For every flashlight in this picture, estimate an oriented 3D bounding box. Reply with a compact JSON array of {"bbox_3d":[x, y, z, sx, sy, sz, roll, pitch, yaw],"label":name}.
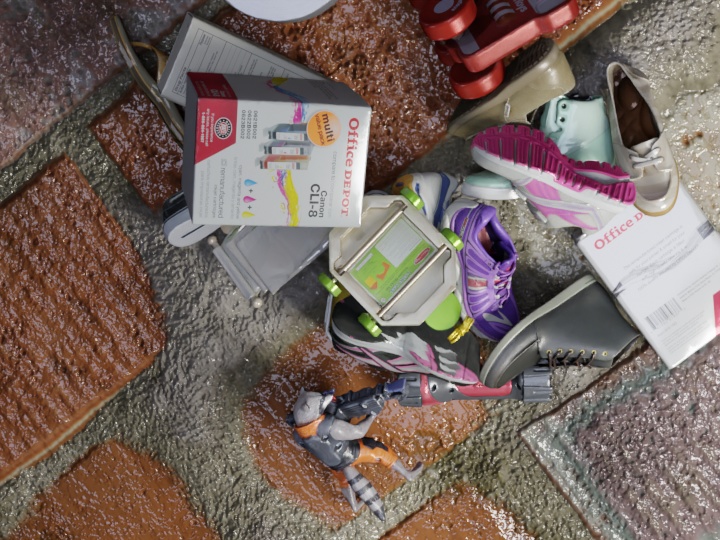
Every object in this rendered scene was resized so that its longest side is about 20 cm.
[{"bbox_3d":[0.147,0.141,1.448,0.197,0.068,0.069,-2,105,7],"label":"flashlight"}]

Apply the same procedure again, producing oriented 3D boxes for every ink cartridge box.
[{"bbox_3d":[0.376,-0.006,1.391,0.145,0.083,0.201,-37,94,10],"label":"ink cartridge box"},{"bbox_3d":[-0.100,-0.139,1.296,0.197,0.145,0.147,0,110,-15],"label":"ink cartridge box"}]

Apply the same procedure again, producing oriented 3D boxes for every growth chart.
[{"bbox_3d":[-0.097,-0.051,1.432,0.199,0.018,0.146,-35,64,11],"label":"growth chart"}]

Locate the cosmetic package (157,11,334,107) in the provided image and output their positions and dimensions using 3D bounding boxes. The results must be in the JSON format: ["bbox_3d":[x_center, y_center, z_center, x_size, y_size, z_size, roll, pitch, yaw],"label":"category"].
[{"bbox_3d":[-0.137,-0.225,1.374,0.198,0.073,0.104,23,101,-20],"label":"cosmetic package"}]

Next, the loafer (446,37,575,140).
[{"bbox_3d":[0.177,-0.201,1.341,0.067,0.199,0.076,39,58,-16],"label":"loafer"}]

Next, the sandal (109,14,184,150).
[{"bbox_3d":[-0.249,-0.236,1.416,0.054,0.080,0.201,-34,97,-5],"label":"sandal"}]

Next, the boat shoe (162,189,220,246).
[{"bbox_3d":[-0.171,-0.106,1.428,0.198,0.072,0.072,-26,63,8],"label":"boat shoe"}]

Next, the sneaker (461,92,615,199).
[{"bbox_3d":[0.212,-0.158,1.383,0.198,0.074,0.120,-13,105,-2],"label":"sneaker"}]

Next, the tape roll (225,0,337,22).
[{"bbox_3d":[-0.097,-0.406,1.373,0.197,0.066,0.203,1,100,4],"label":"tape roll"}]

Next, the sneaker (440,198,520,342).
[{"bbox_3d":[0.160,0.006,1.387,0.081,0.083,0.202,-41,123,-31],"label":"sneaker"}]

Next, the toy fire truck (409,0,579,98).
[{"bbox_3d":[0.154,-0.308,1.310,0.167,0.201,0.113,-27,127,9],"label":"toy fire truck"}]

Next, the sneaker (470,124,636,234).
[{"bbox_3d":[0.216,-0.098,1.317,0.198,0.082,0.089,26,132,3],"label":"sneaker"}]

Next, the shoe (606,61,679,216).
[{"bbox_3d":[0.327,-0.159,1.335,0.069,0.053,0.202,-20,63,23],"label":"shoe"}]

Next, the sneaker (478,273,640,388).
[{"bbox_3d":[0.246,0.100,1.387,0.199,0.075,0.106,-38,68,-9],"label":"sneaker"}]

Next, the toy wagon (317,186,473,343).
[{"bbox_3d":[0.052,0.006,1.339,0.155,0.040,0.200,-45,86,-2],"label":"toy wagon"}]

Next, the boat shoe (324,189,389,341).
[{"bbox_3d":[-0.005,-0.001,1.426,0.074,0.086,0.204,21,102,1],"label":"boat shoe"}]

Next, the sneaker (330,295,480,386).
[{"bbox_3d":[0.054,0.093,1.398,0.198,0.087,0.081,23,59,-1],"label":"sneaker"}]

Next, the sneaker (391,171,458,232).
[{"bbox_3d":[0.098,-0.025,1.416,0.087,0.075,0.203,-13,107,-23],"label":"sneaker"}]

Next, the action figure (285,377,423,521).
[{"bbox_3d":[-0.007,0.218,1.436,0.199,0.105,0.193,-29,115,37],"label":"action figure"}]
